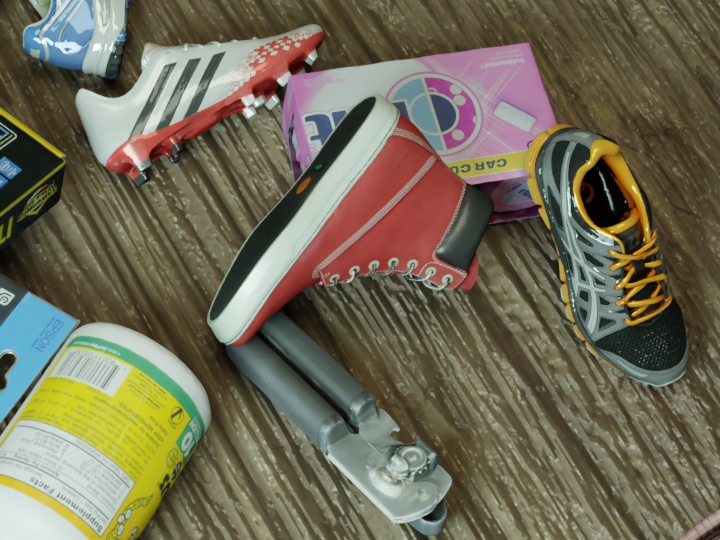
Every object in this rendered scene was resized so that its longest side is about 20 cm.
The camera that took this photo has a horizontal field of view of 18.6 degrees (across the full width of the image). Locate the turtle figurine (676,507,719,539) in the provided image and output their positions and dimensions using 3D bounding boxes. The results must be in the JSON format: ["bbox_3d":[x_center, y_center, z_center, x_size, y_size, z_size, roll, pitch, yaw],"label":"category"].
[{"bbox_3d":[0.314,0.198,1.443,0.194,0.199,0.144,-43,108,-30],"label":"turtle figurine"}]

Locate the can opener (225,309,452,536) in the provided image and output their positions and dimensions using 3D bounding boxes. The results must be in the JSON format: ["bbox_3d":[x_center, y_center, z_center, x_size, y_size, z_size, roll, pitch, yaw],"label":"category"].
[{"bbox_3d":[-0.015,0.108,1.503,0.053,0.067,0.200,-34,57,-23],"label":"can opener"}]

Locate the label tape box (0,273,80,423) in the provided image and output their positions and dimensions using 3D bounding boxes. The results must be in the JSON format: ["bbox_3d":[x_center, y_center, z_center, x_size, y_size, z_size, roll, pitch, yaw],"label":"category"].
[{"bbox_3d":[-0.310,0.050,1.480,0.199,0.063,0.145,30,59,9],"label":"label tape box"}]

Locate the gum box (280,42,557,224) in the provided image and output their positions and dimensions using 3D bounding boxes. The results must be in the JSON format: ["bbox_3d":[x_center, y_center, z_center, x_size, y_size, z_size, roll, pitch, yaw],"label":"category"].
[{"bbox_3d":[0.041,-0.091,1.608,0.198,0.066,0.114,-9,61,-13],"label":"gum box"}]

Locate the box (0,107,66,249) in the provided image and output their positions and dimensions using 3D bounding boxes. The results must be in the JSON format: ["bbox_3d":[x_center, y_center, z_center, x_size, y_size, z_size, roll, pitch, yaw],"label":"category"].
[{"bbox_3d":[-0.321,-0.053,1.477,0.159,0.049,0.200,37,52,13],"label":"box"}]

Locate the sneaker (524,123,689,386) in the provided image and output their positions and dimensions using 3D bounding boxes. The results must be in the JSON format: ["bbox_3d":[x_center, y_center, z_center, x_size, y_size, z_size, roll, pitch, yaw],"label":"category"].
[{"bbox_3d":[0.180,-0.009,1.546,0.078,0.077,0.201,-31,100,-19],"label":"sneaker"}]

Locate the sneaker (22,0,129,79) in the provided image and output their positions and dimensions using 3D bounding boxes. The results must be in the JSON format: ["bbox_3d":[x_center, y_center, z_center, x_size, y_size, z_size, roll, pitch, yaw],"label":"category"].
[{"bbox_3d":[-0.212,-0.239,1.651,0.076,0.076,0.201,4,59,-11],"label":"sneaker"}]

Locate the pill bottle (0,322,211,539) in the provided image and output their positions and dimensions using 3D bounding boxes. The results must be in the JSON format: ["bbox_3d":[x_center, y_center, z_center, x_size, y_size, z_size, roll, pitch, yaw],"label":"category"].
[{"bbox_3d":[-0.189,0.142,1.417,0.112,0.113,0.201,28,60,8],"label":"pill bottle"}]

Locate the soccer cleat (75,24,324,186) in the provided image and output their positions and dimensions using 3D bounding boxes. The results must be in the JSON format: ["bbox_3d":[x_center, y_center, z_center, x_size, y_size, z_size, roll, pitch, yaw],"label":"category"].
[{"bbox_3d":[-0.116,-0.142,1.614,0.199,0.069,0.085,-33,84,-18],"label":"soccer cleat"}]

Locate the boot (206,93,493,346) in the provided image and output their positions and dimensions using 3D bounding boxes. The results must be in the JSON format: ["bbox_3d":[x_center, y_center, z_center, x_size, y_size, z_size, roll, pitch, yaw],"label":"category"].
[{"bbox_3d":[0.000,0.000,1.513,0.144,0.072,0.200,42,83,-19],"label":"boot"}]
